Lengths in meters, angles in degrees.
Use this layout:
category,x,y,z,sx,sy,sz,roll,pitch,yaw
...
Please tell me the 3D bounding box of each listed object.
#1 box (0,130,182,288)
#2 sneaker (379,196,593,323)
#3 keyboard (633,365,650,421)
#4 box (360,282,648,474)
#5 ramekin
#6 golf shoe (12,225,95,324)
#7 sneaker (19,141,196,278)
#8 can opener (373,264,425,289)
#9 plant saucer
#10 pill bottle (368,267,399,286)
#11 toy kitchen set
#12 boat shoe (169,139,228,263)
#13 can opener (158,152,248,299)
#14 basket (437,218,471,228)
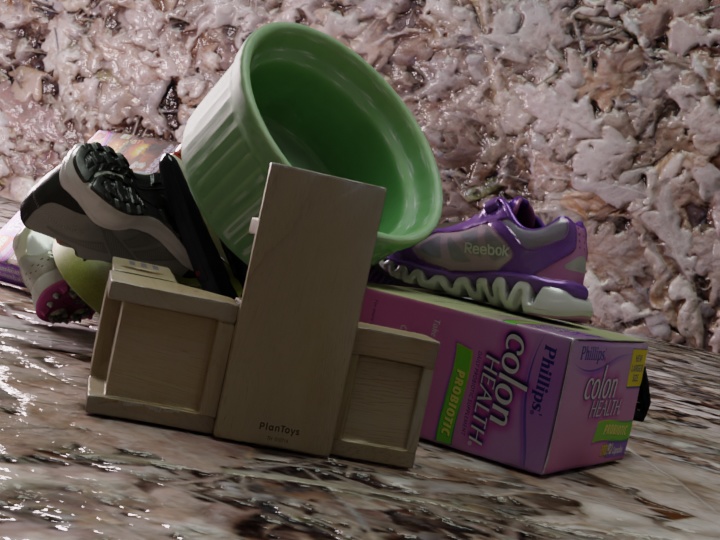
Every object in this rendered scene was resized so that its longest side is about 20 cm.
category,x,y,z,sx,sy,sz,roll,pitch,yaw
box,-0.273,-0.059,1.321,0.137,0.200,0.039,11,-39,37
sneaker,0.101,-0.018,1.039,0.200,0.089,0.080,12,4,39
keyboard,0.143,0.099,1.090,0.200,0.040,0.104,11,-37,30
box,0.089,0.076,0.984,0.200,0.097,0.176,13,2,29
ramekin,-0.041,-0.081,1.002,0.200,0.200,0.098,10,-38,-47
golf shoe,-0.226,-0.003,1.159,0.092,0.075,0.200,51,17,20
sneaker,-0.185,-0.037,1.014,0.079,0.074,0.200,-29,-27,15
can opener,0.090,0.019,1.125,0.200,0.053,0.067,34,-5,-2
plant saucer,-0.160,0.009,1.098,0.200,0.031,0.200,29,19,-11
pill bottle,0.000,0.000,1.211,0.200,0.111,0.111,40,4,2
toy kitchen set,-0.062,0.015,0.848,0.200,0.164,0.180,12,2,-12
boat shoe,-0.109,-0.054,1.126,0.071,0.063,0.200,36,-17,29
can opener,-0.104,-0.002,1.004,0.063,0.200,0.079,-27,1,-35
basket,0.042,0.026,1.389,0.200,0.181,0.136,4,36,34
